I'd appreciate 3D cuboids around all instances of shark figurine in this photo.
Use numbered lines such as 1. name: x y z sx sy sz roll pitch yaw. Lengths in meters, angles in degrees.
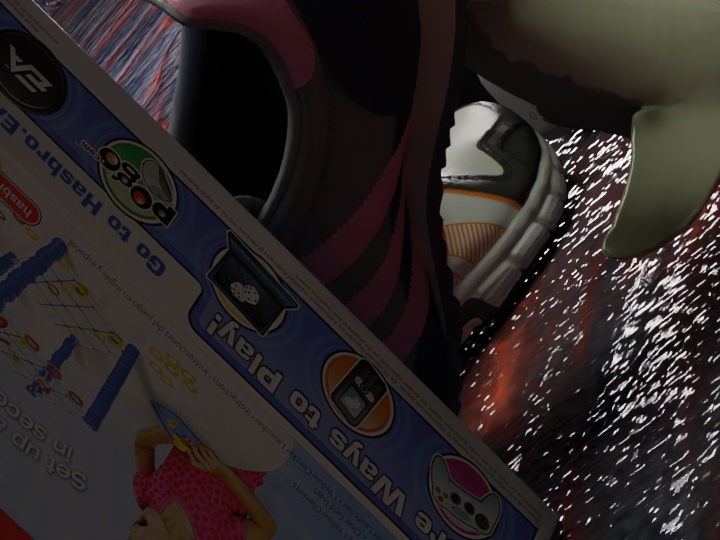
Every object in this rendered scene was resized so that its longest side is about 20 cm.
1. shark figurine: 0.043 -0.073 0.735 0.128 0.214 0.090 -58 -7 -15

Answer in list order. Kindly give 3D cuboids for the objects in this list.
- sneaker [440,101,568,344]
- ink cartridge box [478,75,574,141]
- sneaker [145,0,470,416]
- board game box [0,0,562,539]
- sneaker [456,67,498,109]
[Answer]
1. sneaker: 0.000 0.000 0.864 0.074 0.080 0.200 -36 14 42
2. ink cartridge box: 0.150 -0.148 0.934 0.198 0.043 0.200 -30 19 52
3. sneaker: -0.022 -0.006 0.715 0.082 0.200 0.070 -22 35 -31
4. board game box: -0.067 0.060 0.603 0.056 0.200 0.196 -35 15 39
5. sneaker: -0.032 -0.019 1.002 0.200 0.078 0.070 -44 13 -11
